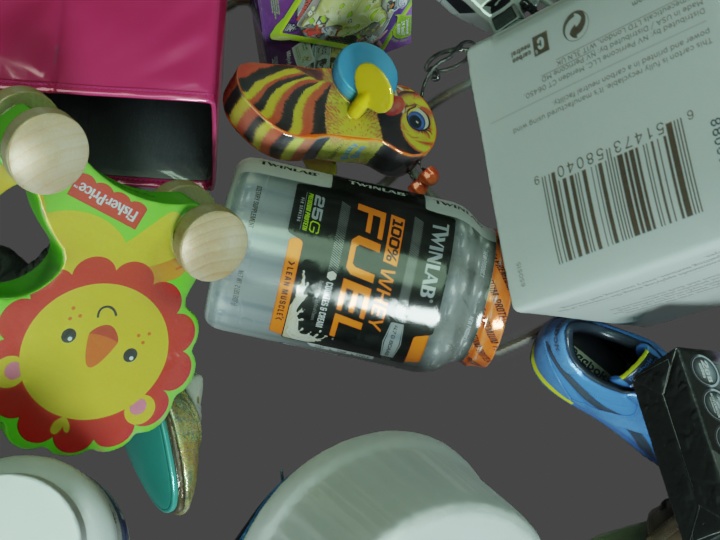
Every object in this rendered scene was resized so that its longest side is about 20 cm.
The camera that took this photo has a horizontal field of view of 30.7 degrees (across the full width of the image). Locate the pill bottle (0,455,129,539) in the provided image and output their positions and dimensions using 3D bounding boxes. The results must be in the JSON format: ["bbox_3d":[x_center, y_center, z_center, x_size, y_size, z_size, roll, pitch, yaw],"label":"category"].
[{"bbox_3d":[-0.202,0.172,0.805,0.111,0.200,0.111,1,78,-6],"label":"pill bottle"}]

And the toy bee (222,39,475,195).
[{"bbox_3d":[0.011,-0.105,0.922,0.200,0.131,0.109,-17,73,-8],"label":"toy bee"}]

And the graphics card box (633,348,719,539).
[{"bbox_3d":[0.285,0.123,0.882,0.200,0.051,0.126,7,57,-31],"label":"graphics card box"}]

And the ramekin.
[{"bbox_3d":[0.026,0.211,0.827,0.200,0.098,0.201,-9,108,-29],"label":"ramekin"}]

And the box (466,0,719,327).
[{"bbox_3d":[0.209,-0.083,0.872,0.171,0.199,0.201,9,67,-45],"label":"box"}]

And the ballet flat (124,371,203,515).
[{"bbox_3d":[-0.147,0.068,0.908,0.071,0.071,0.200,-26,84,-11],"label":"ballet flat"}]

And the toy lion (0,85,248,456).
[{"bbox_3d":[-0.175,0.016,0.794,0.200,0.069,0.192,31,93,-39],"label":"toy lion"}]

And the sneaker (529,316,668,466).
[{"bbox_3d":[0.215,0.094,0.935,0.200,0.078,0.066,30,74,-1],"label":"sneaker"}]

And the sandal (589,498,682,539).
[{"bbox_3d":[0.231,0.180,0.909,0.201,0.080,0.057,-16,123,-21],"label":"sandal"}]

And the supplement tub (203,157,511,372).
[{"bbox_3d":[0.000,0.000,0.906,0.199,0.123,0.123,12,77,-4],"label":"supplement tub"}]

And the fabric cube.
[{"bbox_3d":[-0.189,-0.179,0.883,0.199,0.196,0.200,3,78,-6],"label":"fabric cube"}]

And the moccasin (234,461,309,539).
[{"bbox_3d":[-0.057,0.193,0.888,0.200,0.068,0.080,-40,78,-14],"label":"moccasin"}]

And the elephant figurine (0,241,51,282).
[{"bbox_3d":[-0.273,0.037,0.864,0.155,0.141,0.200,23,82,-16],"label":"elephant figurine"}]

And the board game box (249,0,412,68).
[{"bbox_3d":[-0.020,-0.207,0.909,0.120,0.200,0.032,-20,63,-10],"label":"board game box"}]

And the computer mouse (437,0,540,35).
[{"bbox_3d":[0.101,-0.220,1.007,0.200,0.044,0.110,39,81,-3],"label":"computer mouse"}]
